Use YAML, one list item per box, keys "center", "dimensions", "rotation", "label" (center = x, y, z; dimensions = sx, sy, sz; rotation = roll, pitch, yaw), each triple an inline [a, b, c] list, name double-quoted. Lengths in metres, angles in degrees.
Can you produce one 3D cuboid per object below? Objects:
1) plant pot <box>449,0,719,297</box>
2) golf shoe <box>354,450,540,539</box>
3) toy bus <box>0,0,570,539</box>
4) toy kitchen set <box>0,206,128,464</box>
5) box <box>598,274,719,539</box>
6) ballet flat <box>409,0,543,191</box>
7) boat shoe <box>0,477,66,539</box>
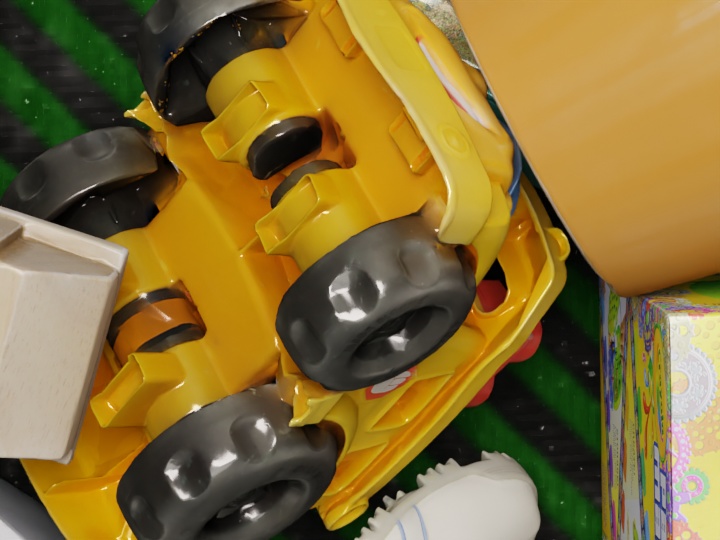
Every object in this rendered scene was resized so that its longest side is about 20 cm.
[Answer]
- center: [0.131, -0.088, 0.728]
  dimensions: [0.182, 0.200, 0.201]
  rotation: [-29, 94, 11]
  label: "plant pot"
- center: [0.015, 0.146, 0.806]
  dimensions: [0.097, 0.079, 0.200]
  rotation: [29, 52, 27]
  label: "golf shoe"
- center: [0.000, 0.000, 0.785]
  dimensions: [0.200, 0.191, 0.136]
  rotation: [-48, 57, 32]
  label: "toy bus"
- center: [-0.169, 0.030, 0.651]
  dimensions: [0.162, 0.180, 0.202]
  rotation: [17, 103, 2]
  label: "toy kitchen set"
- center: [0.187, 0.063, 0.786]
  dimensions: [0.198, 0.193, 0.123]
  rotation: [-1, 94, -1]
  label: "box"
- center: [0.032, -0.084, 0.840]
  dimensions: [0.199, 0.071, 0.071]
  rotation: [26, 94, -2]
  label: "ballet flat"
- center: [-0.096, 0.153, 0.857]
  dimensions: [0.200, 0.070, 0.066]
  rotation: [44, 91, -11]
  label: "boat shoe"
